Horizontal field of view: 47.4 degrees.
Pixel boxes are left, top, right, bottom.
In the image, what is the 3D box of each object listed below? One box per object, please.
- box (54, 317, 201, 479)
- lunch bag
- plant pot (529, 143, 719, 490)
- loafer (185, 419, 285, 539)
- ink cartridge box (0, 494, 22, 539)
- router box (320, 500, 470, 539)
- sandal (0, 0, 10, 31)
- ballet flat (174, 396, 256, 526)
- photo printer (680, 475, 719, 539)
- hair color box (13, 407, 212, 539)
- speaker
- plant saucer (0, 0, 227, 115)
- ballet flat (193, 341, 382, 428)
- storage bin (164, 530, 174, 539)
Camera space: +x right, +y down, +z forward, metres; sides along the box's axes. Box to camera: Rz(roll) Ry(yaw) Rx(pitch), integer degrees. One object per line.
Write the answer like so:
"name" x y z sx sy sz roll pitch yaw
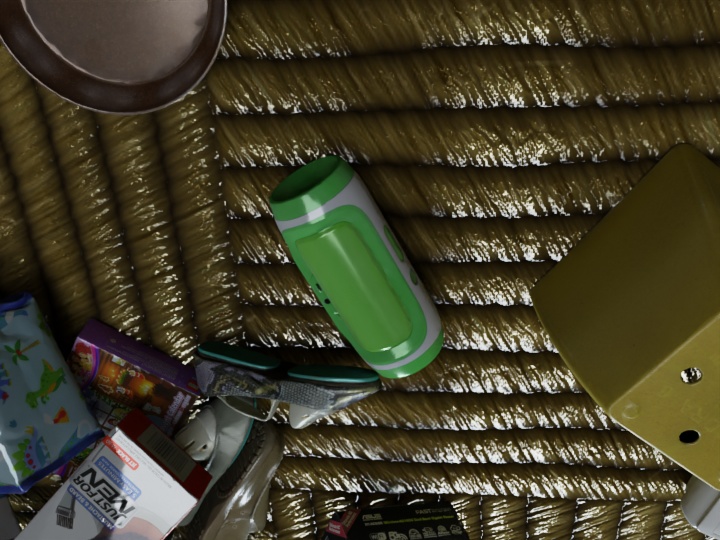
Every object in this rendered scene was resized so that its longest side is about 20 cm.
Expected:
"box" -0.268 0.161 0.889 0.136 0.039 0.201 28 120 -9
"lunch bag" -0.383 0.129 0.823 0.199 0.127 0.171 -13 104 41
"plant pot" 0.285 0.055 0.681 0.199 0.177 0.200 33 118 -13
"loafer" -0.130 0.243 0.906 0.067 0.076 0.201 18 119 -29
"ink cartridge box" -0.427 0.357 0.932 0.083 0.200 0.146 -9 131 -39
"router box" 0.015 0.348 0.919 0.149 0.062 0.201 5 126 -29
"sandal" -0.344 -0.270 0.634 0.080 0.054 0.201 -7 119 11
"ballet flat" -0.177 0.201 0.872 0.063 0.067 0.201 10 122 -40
"photo printer" 0.437 0.193 0.807 0.165 0.070 0.201 17 120 -3
"hair color box" -0.257 0.252 0.823 0.111 0.064 0.200 42 99 -2
"speaker" 0.000 0.000 0.737 0.088 0.089 0.201 -23 116 19
"plant saucer" -0.201 -0.225 0.654 0.199 0.035 0.202 3 120 5
"ballet flat" -0.074 0.118 0.808 0.199 0.072 0.072 8 122 19
"storage bin" -0.296 0.386 0.970 0.093 0.135 0.201 20 121 -5
